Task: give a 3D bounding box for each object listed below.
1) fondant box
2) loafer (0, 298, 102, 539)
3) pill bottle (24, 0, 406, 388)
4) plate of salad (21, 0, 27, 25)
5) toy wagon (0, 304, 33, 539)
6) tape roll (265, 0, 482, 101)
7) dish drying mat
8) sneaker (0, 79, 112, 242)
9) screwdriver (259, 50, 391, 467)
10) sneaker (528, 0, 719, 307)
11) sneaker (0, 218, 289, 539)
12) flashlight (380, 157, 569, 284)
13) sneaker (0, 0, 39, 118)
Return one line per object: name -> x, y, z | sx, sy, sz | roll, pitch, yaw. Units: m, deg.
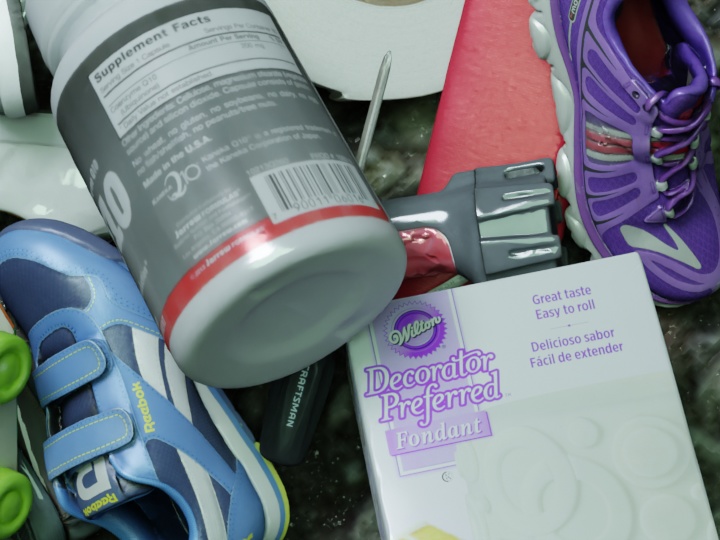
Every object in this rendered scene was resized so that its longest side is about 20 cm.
fondant box -> 0.079, 0.103, 1.036 | 0.143, 0.058, 0.201 | -11, 61, -2
loafer -> -0.180, 0.043, 1.126 | 0.063, 0.072, 0.201 | -26, 85, -24
pill bottle -> -0.071, -0.058, 1.035 | 0.113, 0.114, 0.201 | -27, 65, -5
plate of salad -> -0.257, -0.173, 1.170 | 0.199, 0.048, 0.202 | 1, 82, -6
toy wagon -> -0.218, 0.077, 1.090 | 0.155, 0.039, 0.201 | 18, 117, 34
tape roll -> 0.011, -0.185, 1.138 | 0.201, 0.037, 0.204 | -2, 97, -14
dish drying mat -> 0.075, -0.071, 1.132 | 0.076, 0.018, 0.201 | 15, 96, 5
sneaker -> -0.114, -0.045, 1.146 | 0.199, 0.073, 0.085 | 7, 113, -6
screwdriver -> -0.009, -0.003, 1.067 | 0.029, 0.028, 0.201 | 25, 102, 28
sneaker -> 0.137, -0.067, 1.091 | 0.080, 0.083, 0.201 | -31, 117, -21
sneaker -> -0.114, 0.066, 1.076 | 0.200, 0.074, 0.082 | 54, 47, -4
flashlight -> 0.000, 0.000, 1.108 | 0.199, 0.068, 0.068 | -7, 37, 9
sneaker -> -0.232, -0.150, 1.095 | 0.120, 0.084, 0.201 | -18, 69, -10
